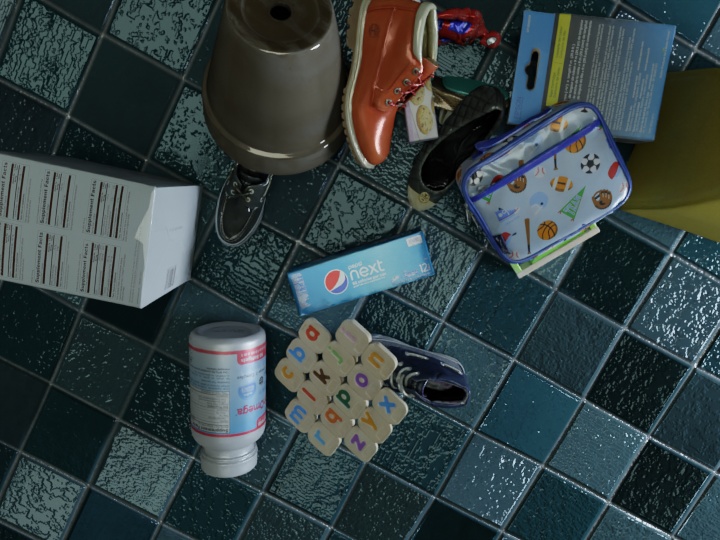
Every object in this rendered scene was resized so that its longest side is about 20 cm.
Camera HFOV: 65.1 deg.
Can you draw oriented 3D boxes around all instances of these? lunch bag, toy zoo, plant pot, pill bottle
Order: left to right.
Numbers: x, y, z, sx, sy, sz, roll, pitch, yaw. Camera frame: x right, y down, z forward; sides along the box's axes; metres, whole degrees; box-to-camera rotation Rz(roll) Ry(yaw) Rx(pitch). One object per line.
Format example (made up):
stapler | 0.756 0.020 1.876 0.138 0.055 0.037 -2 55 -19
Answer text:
pill bottle | -0.190 0.183 0.811 0.106 0.109 0.204 1 100 0
plant pot | -0.096 -0.244 0.670 0.196 0.174 0.204 3 71 -8
toy zoo | 0.226 -0.100 0.771 0.130 0.021 0.201 -31 112 14
lunch bag | 0.223 -0.112 0.714 0.198 0.076 0.161 -31 110 13
plant pot | 0.482 -0.139 0.706 0.192 0.200 0.198 17 99 -3

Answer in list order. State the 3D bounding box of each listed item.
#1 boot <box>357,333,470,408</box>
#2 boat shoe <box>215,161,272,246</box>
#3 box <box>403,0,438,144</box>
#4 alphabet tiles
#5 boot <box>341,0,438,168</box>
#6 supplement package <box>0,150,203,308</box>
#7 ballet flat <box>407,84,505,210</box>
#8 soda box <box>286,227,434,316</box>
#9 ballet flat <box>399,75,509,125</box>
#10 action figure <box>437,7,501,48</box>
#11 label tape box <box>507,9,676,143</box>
boot | 0.060 0.145 0.811 0.196 0.090 0.074 8 100 -1
boat shoe | -0.156 -0.128 0.786 0.068 0.057 0.203 23 99 -3
box | 0.065 -0.264 0.708 0.041 0.039 0.204 -8 101 5
alphabet tiles | -0.031 0.172 0.818 0.195 0.015 0.201 39 114 13
boot | 0.038 -0.216 0.668 0.106 0.075 0.204 15 117 25
supplement package | -0.335 -0.058 0.731 0.196 0.191 0.150 11 99 -1
ballet flat | 0.119 -0.156 0.750 0.066 0.057 0.201 24 127 -14
soda box | 0.000 0.000 0.800 0.197 0.068 0.065 -17 98 3
ballet flat | 0.102 -0.237 0.772 0.196 0.071 0.066 16 127 1
action figure | 0.090 -0.327 0.749 0.196 0.066 0.053 11 75 0
label tape box | 0.298 -0.256 0.757 0.196 0.063 0.147 7 101 1
